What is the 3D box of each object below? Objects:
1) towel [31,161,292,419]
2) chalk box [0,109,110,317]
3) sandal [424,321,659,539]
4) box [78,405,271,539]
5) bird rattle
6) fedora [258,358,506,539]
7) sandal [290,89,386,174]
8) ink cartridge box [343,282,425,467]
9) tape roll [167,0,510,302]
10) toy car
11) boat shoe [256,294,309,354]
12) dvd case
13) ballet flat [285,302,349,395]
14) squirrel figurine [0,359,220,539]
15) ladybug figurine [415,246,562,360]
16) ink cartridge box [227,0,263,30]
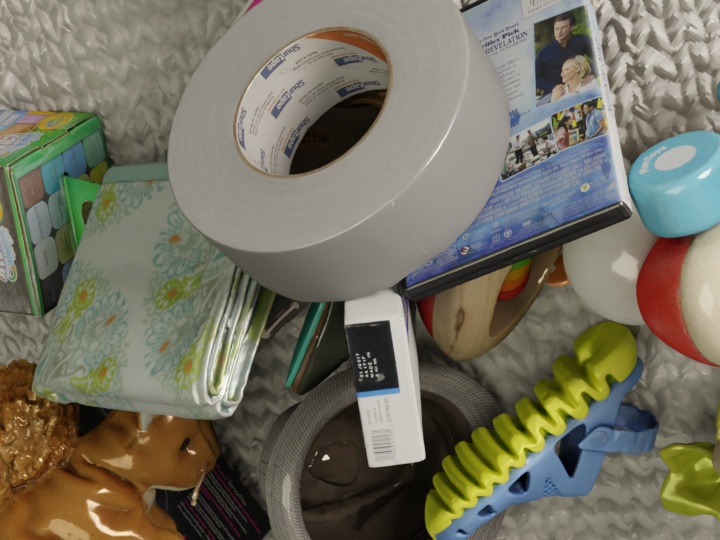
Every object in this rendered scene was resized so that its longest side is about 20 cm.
[{"bbox_3d":[-0.131,0.009,0.996,0.200,0.171,0.048,0,154,44],"label":"towel"},{"bbox_3d":[-0.265,-0.047,1.148,0.200,0.124,0.125,5,116,23],"label":"chalk box"},{"bbox_3d":[0.131,0.130,1.042,0.200,0.080,0.087,-40,108,11],"label":"sandal"},{"bbox_3d":[-0.193,0.181,1.230,0.132,0.115,0.200,-31,98,42],"label":"box"},{"bbox_3d":[0.286,0.150,0.943,0.200,0.163,0.113,35,90,18],"label":"bird rattle"},{"bbox_3d":[0.005,0.147,1.100,0.090,0.200,0.177,11,104,57],"label":"fedora"},{"bbox_3d":[0.014,-0.090,0.985,0.200,0.054,0.081,-3,101,-2],"label":"sandal"},{"bbox_3d":[0.015,0.030,0.948,0.039,0.200,0.100,-8,114,5],"label":"ink cartridge box"},{"bbox_3d":[-0.014,-0.083,0.889,0.200,0.201,0.066,-5,150,28],"label":"tape roll"},{"bbox_3d":[0.202,-0.023,0.931,0.200,0.177,0.185,9,136,54],"label":"toy car"},{"bbox_3d":[-0.080,0.044,1.071,0.057,0.067,0.200,22,145,-10],"label":"boat shoe"},{"bbox_3d":[0.081,-0.087,0.892,0.142,0.200,0.018,-23,140,25],"label":"dvd case"},{"bbox_3d":[0.000,0.000,1.053,0.068,0.068,0.200,13,104,-2],"label":"ballet flat"},{"bbox_3d":[-0.205,0.145,1.074,0.200,0.142,0.187,35,96,-4],"label":"squirrel figurine"},{"bbox_3d":[0.083,-0.021,0.973,0.072,0.136,0.200,35,148,17],"label":"ladybug figurine"},{"bbox_3d":[-0.009,-0.177,0.960,0.095,0.037,0.200,17,140,-25],"label":"ink cartridge box"}]
